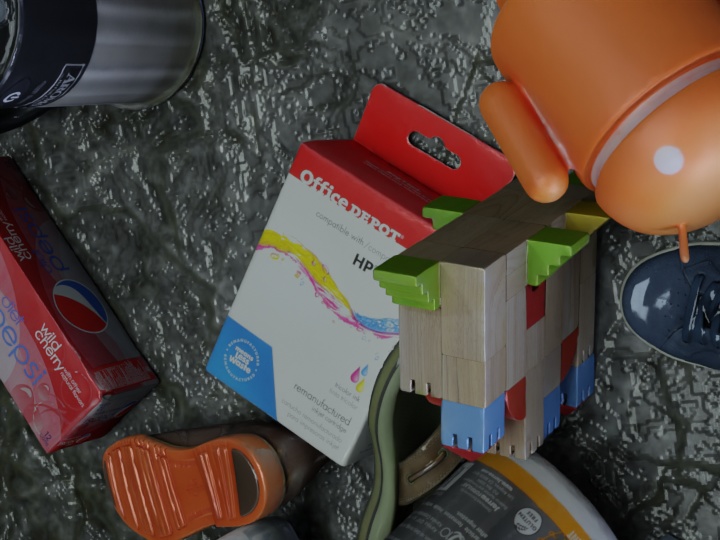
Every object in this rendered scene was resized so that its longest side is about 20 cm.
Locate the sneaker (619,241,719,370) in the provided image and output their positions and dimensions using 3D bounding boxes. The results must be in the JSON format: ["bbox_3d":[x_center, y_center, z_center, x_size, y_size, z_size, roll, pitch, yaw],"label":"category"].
[{"bbox_3d":[0.223,0.030,0.915,0.199,0.084,0.076,11,101,29],"label":"sneaker"}]

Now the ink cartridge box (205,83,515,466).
[{"bbox_3d":[0.000,0.000,1.050,0.116,0.067,0.201,32,110,23],"label":"ink cartridge box"}]

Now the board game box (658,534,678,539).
[{"bbox_3d":[0.210,0.287,0.976,0.199,0.043,0.200,31,110,24],"label":"board game box"}]

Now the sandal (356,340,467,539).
[{"bbox_3d":[0.043,0.114,1.035,0.057,0.080,0.203,20,115,31],"label":"sandal"}]

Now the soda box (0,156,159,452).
[{"bbox_3d":[-0.227,0.021,1.185,0.070,0.063,0.201,-42,74,26],"label":"soda box"}]

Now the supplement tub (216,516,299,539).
[{"bbox_3d":[-0.055,0.266,1.080,0.122,0.122,0.201,-35,78,28],"label":"supplement tub"}]

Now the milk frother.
[{"bbox_3d":[-0.231,-0.191,1.090,0.179,0.188,0.202,-14,89,29],"label":"milk frother"}]

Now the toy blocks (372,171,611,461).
[{"bbox_3d":[0.078,0.037,0.949,0.099,0.200,0.138,9,112,28],"label":"toy blocks"}]

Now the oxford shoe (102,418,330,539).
[{"bbox_3d":[-0.097,0.133,1.126,0.199,0.073,0.072,-7,98,49],"label":"oxford shoe"}]

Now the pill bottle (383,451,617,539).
[{"bbox_3d":[0.045,0.198,0.966,0.200,0.117,0.116,-42,71,-15],"label":"pill bottle"}]

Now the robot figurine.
[{"bbox_3d":[0.147,-0.104,0.918,0.201,0.143,0.117,57,135,22],"label":"robot figurine"}]
